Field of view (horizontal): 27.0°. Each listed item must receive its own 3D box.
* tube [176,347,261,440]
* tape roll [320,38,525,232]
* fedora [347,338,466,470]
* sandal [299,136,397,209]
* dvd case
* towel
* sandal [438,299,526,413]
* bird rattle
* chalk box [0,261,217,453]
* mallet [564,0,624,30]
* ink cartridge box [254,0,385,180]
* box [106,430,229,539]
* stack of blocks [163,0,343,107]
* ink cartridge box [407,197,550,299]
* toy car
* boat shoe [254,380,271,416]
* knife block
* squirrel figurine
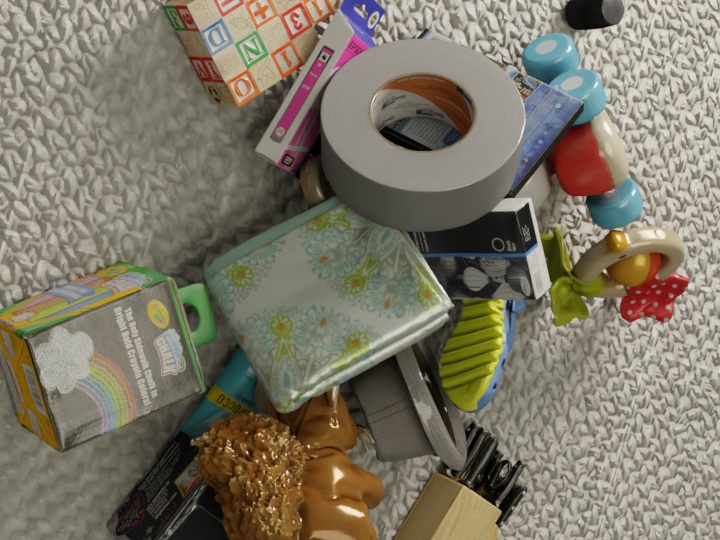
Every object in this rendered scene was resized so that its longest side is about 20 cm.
[{"bbox_3d":[-0.110,0.105,1.575,0.077,0.050,0.200,34,86,-24],"label":"tube"},{"bbox_3d":[0.060,-0.135,1.478,0.200,0.200,0.066,-33,151,-23],"label":"tape roll"},{"bbox_3d":[0.044,0.145,1.615,0.090,0.200,0.177,-24,92,7],"label":"fedora"},{"bbox_3d":[0.009,-0.110,1.560,0.200,0.054,0.080,-32,101,-53],"label":"sandal"},{"bbox_3d":[0.110,-0.164,1.554,0.143,0.200,0.018,-50,156,-24],"label":"dvd case"},{"bbox_3d":[-0.032,0.021,1.450,0.200,0.171,0.048,-29,151,-7],"label":"towel"},{"bbox_3d":[0.145,0.072,1.677,0.087,0.079,0.200,46,49,-42],"label":"sandal"},{"bbox_3d":[0.308,0.006,1.734,0.200,0.163,0.113,8,59,-22],"label":"bird rattle"},{"bbox_3d":[-0.236,0.071,1.445,0.200,0.124,0.125,-22,108,-27],"label":"chalk box"},{"bbox_3d":[0.311,-0.360,1.734,0.041,0.066,0.200,42,76,-31],"label":"mallet"},{"bbox_3d":[-0.030,-0.189,1.531,0.200,0.037,0.095,-61,158,2],"label":"ink cartridge box"},{"bbox_3d":[-0.138,0.283,1.541,0.200,0.115,0.132,41,84,-29],"label":"box"},{"bbox_3d":[-0.084,-0.265,1.515,0.200,0.059,0.115,-37,116,-21],"label":"stack of blocks"},{"bbox_3d":[0.092,-0.021,1.532,0.039,0.200,0.100,-38,119,-46],"label":"ink cartridge box"},{"bbox_3d":[0.184,-0.127,1.670,0.200,0.177,0.185,-24,126,3],"label":"toy car"},{"bbox_3d":[-0.036,0.068,1.535,0.057,0.067,0.200,14,111,-53],"label":"boat shoe"},{"bbox_3d":[0.099,0.274,1.716,0.200,0.064,0.176,-14,105,-28],"label":"knife block"},{"bbox_3d":[-0.059,0.192,1.436,0.200,0.141,0.187,23,57,-41],"label":"squirrel figurine"}]
